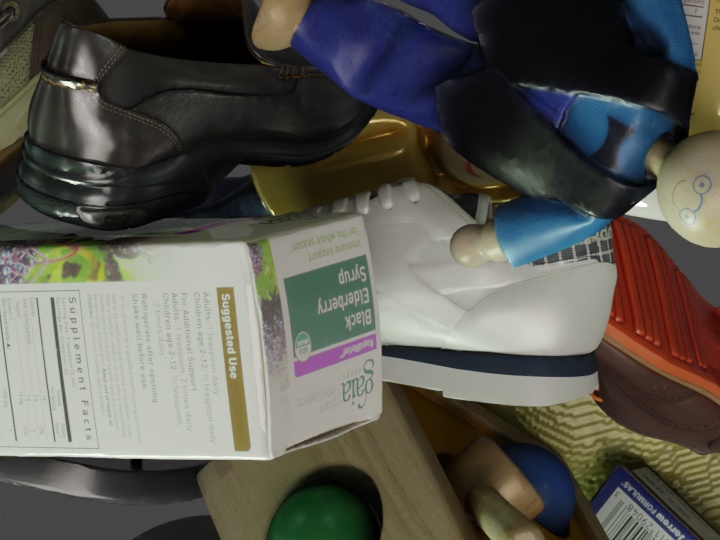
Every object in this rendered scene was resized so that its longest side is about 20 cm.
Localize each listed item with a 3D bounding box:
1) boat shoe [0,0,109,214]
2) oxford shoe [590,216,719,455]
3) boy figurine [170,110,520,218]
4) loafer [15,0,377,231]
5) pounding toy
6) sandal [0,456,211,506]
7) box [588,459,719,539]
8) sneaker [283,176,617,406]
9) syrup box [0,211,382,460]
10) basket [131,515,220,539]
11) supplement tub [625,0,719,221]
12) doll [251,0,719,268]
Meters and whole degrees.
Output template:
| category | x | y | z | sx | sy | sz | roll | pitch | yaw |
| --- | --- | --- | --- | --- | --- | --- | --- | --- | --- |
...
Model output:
| category | x | y | z | sx | sy | sz | roll | pitch | yaw |
| --- | --- | --- | --- | --- | --- | --- | --- | --- | --- |
| boat shoe | -0.170 | -0.051 | 1.014 | 0.200 | 0.073 | 0.065 | -32 | 79 | 24 |
| oxford shoe | 0.115 | 0.035 | 1.072 | 0.072 | 0.071 | 0.200 | -31 | 134 | 31 |
| boy figurine | -0.002 | -0.023 | 1.048 | 0.200 | 0.064 | 0.125 | -23 | 115 | 9 |
| loafer | -0.049 | -0.078 | 0.952 | 0.073 | 0.200 | 0.072 | 20 | 119 | 26 |
| pounding toy | 0.042 | 0.122 | 1.031 | 0.142 | 0.184 | 0.200 | -42 | 134 | 15 |
| sandal | -0.156 | 0.066 | 1.076 | 0.200 | 0.076 | 0.043 | 12 | 89 | -14 |
| box | 0.109 | 0.201 | 1.160 | 0.121 | 0.032 | 0.200 | 44 | 111 | 21 |
| sneaker | 0.000 | 0.000 | 0.984 | 0.199 | 0.076 | 0.081 | 7 | 100 | 7 |
| syrup box | -0.097 | 0.024 | 0.930 | 0.200 | 0.079 | 0.082 | -3 | 98 | 32 |
| basket | -0.062 | 0.206 | 1.085 | 0.136 | 0.200 | 0.180 | -40 | 116 | 14 |
| supplement tub | 0.138 | -0.122 | 0.944 | 0.145 | 0.145 | 0.201 | 6 | 98 | -10 |
| doll | 0.057 | -0.063 | 0.887 | 0.200 | 0.048 | 0.137 | 29 | 108 | 23 |
